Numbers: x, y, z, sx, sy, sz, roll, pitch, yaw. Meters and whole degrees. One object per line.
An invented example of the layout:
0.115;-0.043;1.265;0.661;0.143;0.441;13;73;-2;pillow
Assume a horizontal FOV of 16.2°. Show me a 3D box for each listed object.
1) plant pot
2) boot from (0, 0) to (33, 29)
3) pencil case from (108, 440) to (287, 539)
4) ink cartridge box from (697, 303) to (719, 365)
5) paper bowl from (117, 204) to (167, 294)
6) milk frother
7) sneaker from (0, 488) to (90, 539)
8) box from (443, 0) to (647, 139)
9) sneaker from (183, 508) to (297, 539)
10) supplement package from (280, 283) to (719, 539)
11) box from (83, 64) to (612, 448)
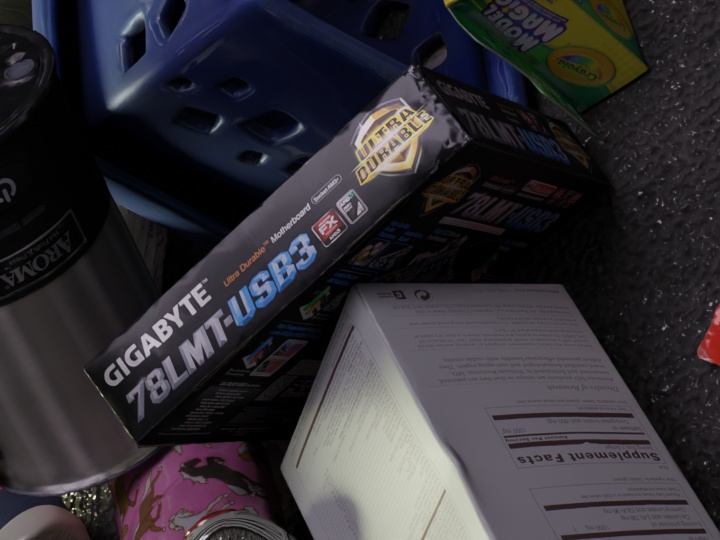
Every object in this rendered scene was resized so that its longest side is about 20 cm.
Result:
-0.051;-0.123;1.251;0.179;0.200;0.201;-34;48;31;plant pot
-0.150;-0.183;1.358;0.199;0.131;0.068;-28;62;-24;boot
-0.083;0.108;1.196;0.086;0.083;0.200;-8;35;-7;pencil case
0.239;-0.015;1.038;0.199;0.050;0.163;21;80;42;ink cartridge box
-0.185;0.004;1.350;0.200;0.104;0.202;-21;54;31;paper bowl
-0.196;-0.013;1.183;0.180;0.189;0.200;-24;34;-2;milk frother
-0.223;0.188;1.306;0.200;0.075;0.085;-46;41;0;sneaker
0.073;-0.163;1.215;0.048;0.117;0.201;-31;50;24;box
-0.012;0.187;1.060;0.078;0.082;0.201;-30;78;-14;sneaker
0.062;0.111;1.048;0.200;0.109;0.114;61;140;42;supplement package
0.000;0.000;1.131;0.198;0.200;0.050;-43;73;15;box
